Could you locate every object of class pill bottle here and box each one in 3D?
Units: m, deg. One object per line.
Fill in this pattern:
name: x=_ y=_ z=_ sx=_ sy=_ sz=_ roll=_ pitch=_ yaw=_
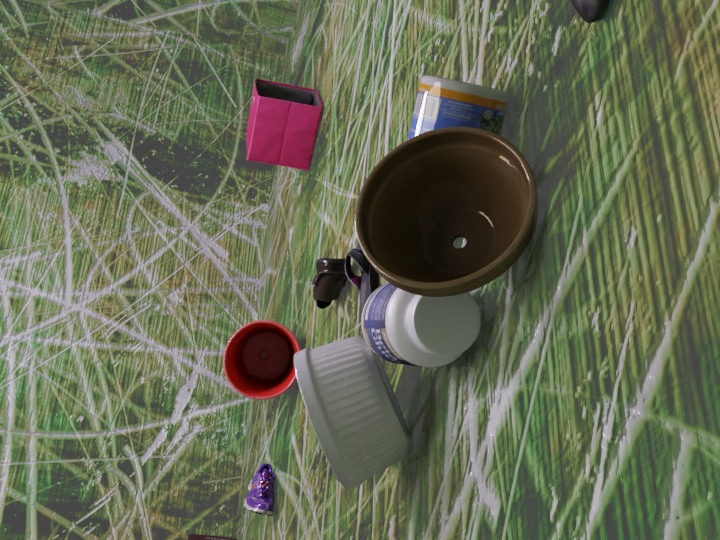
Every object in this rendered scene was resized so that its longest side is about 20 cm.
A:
pill bottle: x=0.074 y=0.062 z=1.077 sx=0.200 sy=0.110 sz=0.112 roll=162 pitch=117 yaw=-76
pill bottle: x=0.107 y=-0.130 z=1.078 sx=0.112 sy=0.111 sz=0.201 roll=-125 pitch=45 yaw=-72

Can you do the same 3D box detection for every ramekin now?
ramekin: x=-0.006 y=0.186 z=1.200 sx=0.200 sy=0.105 sz=0.201 roll=-23 pitch=-90 yaw=-88

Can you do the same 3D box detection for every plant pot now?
plant pot: x=-0.249 y=0.225 z=2.263 sx=0.177 sy=0.199 sz=0.202 roll=161 pitch=118 yaw=-86
plant pot: x=0.100 y=-0.051 z=0.971 sx=0.093 sy=0.200 sz=0.202 roll=58 pitch=-150 yaw=-57

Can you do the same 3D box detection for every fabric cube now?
fabric cube: x=-0.235 y=-0.440 z=2.634 sx=0.196 sy=0.199 sz=0.200 roll=-107 pitch=28 yaw=-61

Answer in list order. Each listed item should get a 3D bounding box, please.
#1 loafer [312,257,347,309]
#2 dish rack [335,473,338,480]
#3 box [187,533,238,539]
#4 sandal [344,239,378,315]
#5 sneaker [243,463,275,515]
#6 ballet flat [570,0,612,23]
loafer: x=-0.060 y=0.029 z=1.825 sx=0.200 sy=0.073 sz=0.072 roll=109 pitch=161 yaw=-69
dish rack: x=-0.011 y=0.240 z=1.461 sx=0.200 sy=0.054 sz=0.154 roll=-113 pitch=36 yaw=-68
box: x=-0.469 y=0.949 z=2.721 sx=0.200 sy=0.165 sz=0.165 roll=-126 pitch=48 yaw=-72
sandal: x=0.000 y=0.000 z=1.600 sx=0.201 sy=0.048 sz=0.076 roll=-97 pitch=21 yaw=-51
sneaker: x=-0.255 y=0.563 z=2.265 sx=0.200 sy=0.080 sz=0.084 roll=-118 pitch=45 yaw=-71
ballet flat: x=0.213 y=-0.341 z=0.856 sx=0.068 sy=0.068 sz=0.201 roll=149 pitch=129 yaw=-72
